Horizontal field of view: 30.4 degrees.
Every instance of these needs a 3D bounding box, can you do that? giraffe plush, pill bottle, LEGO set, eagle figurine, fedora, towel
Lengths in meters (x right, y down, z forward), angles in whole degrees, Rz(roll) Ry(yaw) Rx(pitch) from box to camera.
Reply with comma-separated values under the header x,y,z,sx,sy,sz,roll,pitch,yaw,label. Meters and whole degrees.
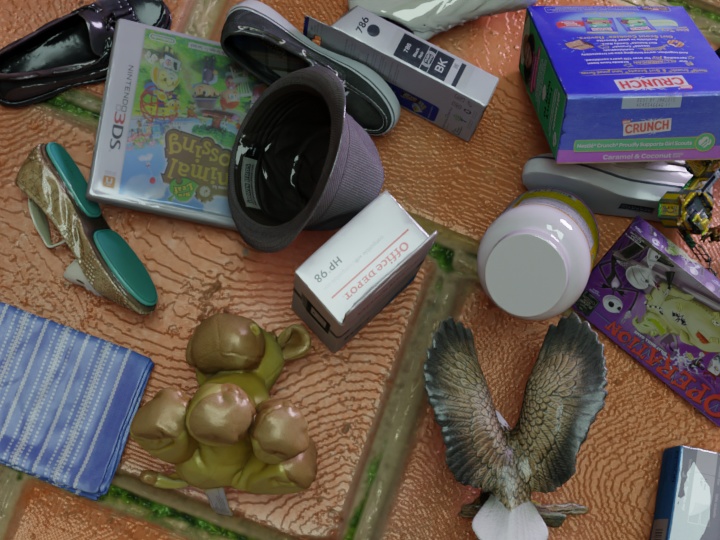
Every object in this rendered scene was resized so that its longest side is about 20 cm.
x,y,z,sx,sy,sz,roll,pitch,yaw,label
-0.114,0.112,1.219,0.170,0.201,0.164,12,59,-6,giraffe plush
0.165,-0.014,1.230,0.103,0.200,0.106,3,102,14,pill bottle
0.393,-0.038,1.272,0.153,0.116,0.201,-38,110,-19,LEGO set
0.137,0.150,1.230,0.150,0.203,0.151,24,34,39,eagle figurine
-0.042,-0.095,1.241,0.089,0.199,0.179,18,86,-35,fedora
-0.311,0.119,1.266,0.197,0.024,0.147,20,76,0,towel

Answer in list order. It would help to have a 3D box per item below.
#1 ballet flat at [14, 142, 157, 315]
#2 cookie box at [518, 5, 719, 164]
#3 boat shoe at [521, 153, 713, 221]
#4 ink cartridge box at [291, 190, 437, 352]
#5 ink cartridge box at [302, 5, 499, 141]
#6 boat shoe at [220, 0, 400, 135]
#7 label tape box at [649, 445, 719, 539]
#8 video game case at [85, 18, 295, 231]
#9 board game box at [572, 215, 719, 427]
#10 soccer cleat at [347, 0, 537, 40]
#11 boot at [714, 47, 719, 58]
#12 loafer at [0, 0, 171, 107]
x,y,z,sx,sy,sz,roll,pitch,yaw,label
-0.270,-0.029,1.290,0.065,0.070,0.201,-36,79,17,ballet flat
0.255,-0.185,1.289,0.168,0.076,0.201,-1,34,-4,cookie box
0.260,-0.098,1.332,0.197,0.072,0.067,8,70,-2,boat shoe
0.000,0.000,1.223,0.116,0.200,0.067,-42,83,-12,ink cartridge box
0.036,-0.203,1.322,0.198,0.100,0.040,27,75,1,ink cartridge box
-0.052,-0.187,1.302,0.199,0.069,0.057,32,41,-9,boat shoe
0.380,0.259,1.264,0.197,0.066,0.145,12,77,0,label tape box
-0.158,-0.139,1.311,0.197,0.022,0.185,11,77,-16,video game case
0.310,0.052,1.281,0.199,0.120,0.032,39,46,5,board game box
0.085,-0.269,1.360,0.197,0.069,0.079,2,80,4,soccer cleat
0.420,-0.262,1.380,0.198,0.073,0.163,43,81,5,boot
-0.280,-0.224,1.322,0.198,0.063,0.073,-27,80,-9,loafer
